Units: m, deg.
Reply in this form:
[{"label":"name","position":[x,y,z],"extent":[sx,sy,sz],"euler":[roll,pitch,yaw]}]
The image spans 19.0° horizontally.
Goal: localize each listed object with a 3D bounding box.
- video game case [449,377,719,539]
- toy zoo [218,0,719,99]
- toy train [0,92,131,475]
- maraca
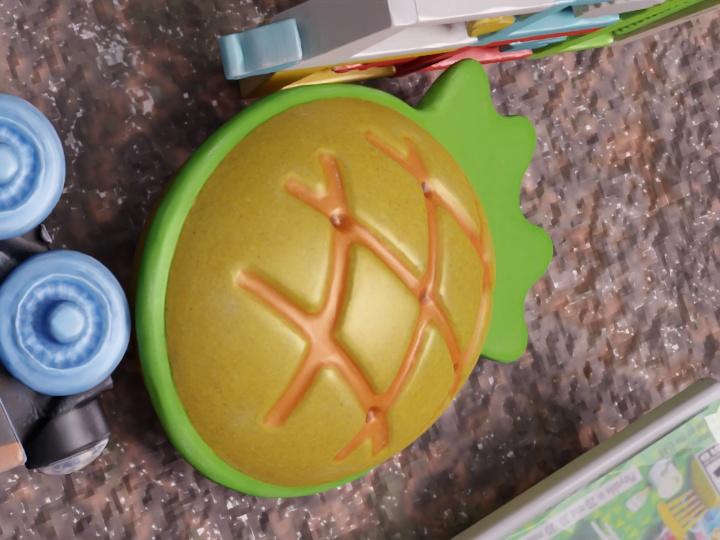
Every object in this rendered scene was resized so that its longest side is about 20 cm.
[{"label":"video game case","position":[0.090,0.168,0.778],"extent":[0.199,0.022,0.183],"euler":[-32,99,-4]},{"label":"toy zoo","position":[0.042,-0.089,0.754],"extent":[0.198,0.131,0.021],"euler":[-10,89,-25]},{"label":"toy train","position":[-0.153,-0.017,0.684],"extent":[0.114,0.087,0.201],"euler":[-25,96,-19]},{"label":"maraca","position":[0.000,0.000,0.744],"extent":[0.199,0.106,0.138],"euler":[-24,114,-42]}]
